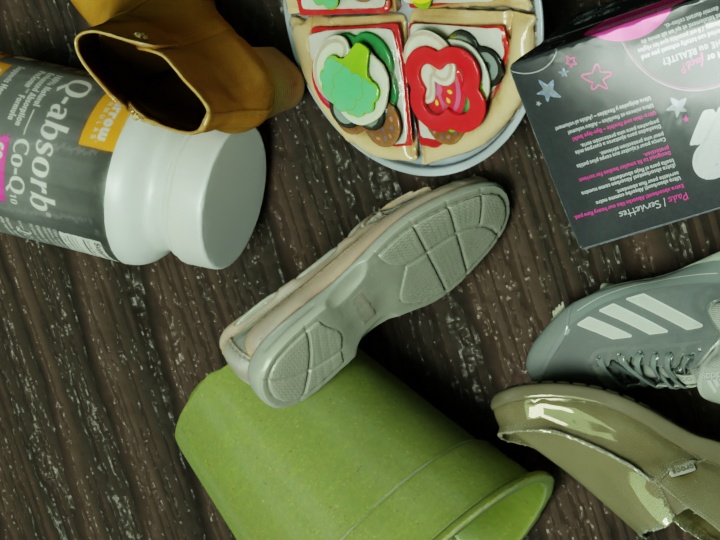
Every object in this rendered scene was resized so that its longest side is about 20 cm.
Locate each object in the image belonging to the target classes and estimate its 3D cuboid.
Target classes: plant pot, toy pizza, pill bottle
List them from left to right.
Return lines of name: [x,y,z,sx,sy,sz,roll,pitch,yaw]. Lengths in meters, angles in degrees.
pill bottle: [-0.169,-0.068,1.299,0.198,0.116,0.118,13,111,20]
plant pot: [-0.013,0.131,1.268,0.190,0.199,0.201,47,119,18]
toy pizza: [0.023,-0.153,1.204,0.199,0.032,0.202,16,116,37]

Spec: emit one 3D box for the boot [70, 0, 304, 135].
boot: [-0.137,-0.148,1.236,0.200,0.144,0.071,33,110,19]

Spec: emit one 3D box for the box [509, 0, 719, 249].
box: [0.206,-0.105,1.111,0.199,0.132,0.116,-16,102,28]

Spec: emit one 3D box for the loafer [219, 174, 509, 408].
loafer: [0.000,0.000,1.227,0.063,0.200,0.072,37,158,42]

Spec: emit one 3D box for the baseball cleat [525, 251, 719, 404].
baseball cleat: [0.182,0.046,1.183,0.199,0.107,0.070,-30,131,29]

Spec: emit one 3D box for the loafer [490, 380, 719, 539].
loafer: [0.168,0.121,1.200,0.198,0.076,0.068,19,75,2]
